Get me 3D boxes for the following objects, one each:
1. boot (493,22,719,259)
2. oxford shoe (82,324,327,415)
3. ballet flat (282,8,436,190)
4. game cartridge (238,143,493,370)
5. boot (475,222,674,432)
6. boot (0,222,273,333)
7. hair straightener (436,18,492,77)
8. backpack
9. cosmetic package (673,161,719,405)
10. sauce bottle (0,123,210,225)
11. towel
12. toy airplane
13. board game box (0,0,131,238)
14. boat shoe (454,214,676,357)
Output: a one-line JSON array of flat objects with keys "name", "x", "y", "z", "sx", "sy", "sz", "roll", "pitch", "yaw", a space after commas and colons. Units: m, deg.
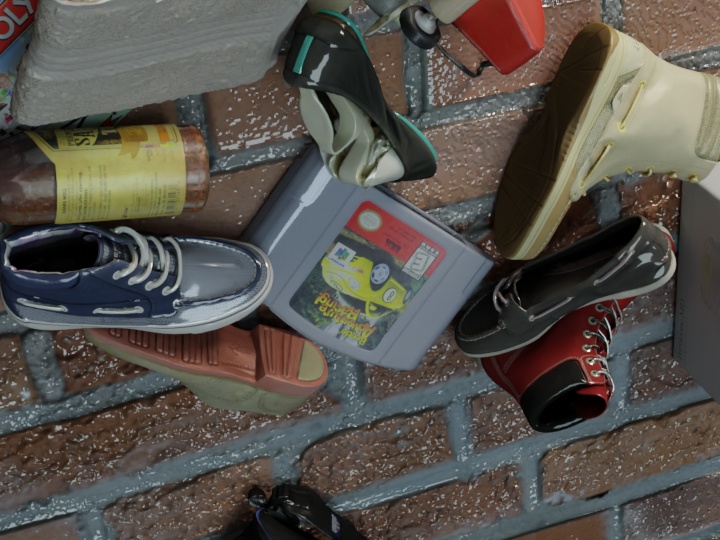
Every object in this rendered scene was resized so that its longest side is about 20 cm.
[{"name": "boot", "x": 0.206, "y": -0.086, "z": 1.105, "sx": 0.154, "sy": 0.073, "sz": 0.202, "roll": 14, "pitch": 108, "yaw": -30}, {"name": "oxford shoe", "x": -0.127, "y": 0.074, "z": 1.050, "sx": 0.198, "sy": 0.071, "sz": 0.074, "roll": 20, "pitch": 132, "yaw": -19}, {"name": "ballet flat", "x": -0.006, "y": -0.105, "z": 0.980, "sx": 0.069, "sy": 0.068, "sz": 0.200, "roll": -61, "pitch": 144, "yaw": -16}, {"name": "game cartridge", "x": 0.000, "y": 0.000, "z": 1.083, "sx": 0.199, "sy": 0.041, "sz": 0.133, "roll": 29, "pitch": 107, "yaw": -33}, {"name": "boot", "x": 0.204, "y": 0.050, "z": 1.131, "sx": 0.199, "sy": 0.144, "sz": 0.073, "roll": -36, "pitch": 124, "yaw": -2}, {"name": "boot", "x": -0.156, "y": 0.002, "z": 0.964, "sx": 0.198, "sy": 0.073, "sz": 0.090, "roll": -7, "pitch": 162, "yaw": -13}, {"name": "hair straightener", "x": 0.085, "y": -0.235, "z": 0.998, "sx": 0.076, "sy": 0.041, "sz": 0.202, "roll": 3, "pitch": 124, "yaw": 0}, {"name": "backpack", "x": -0.031, "y": 0.313, "z": 1.156, "sx": 0.190, "sy": 0.200, "sz": 0.154, "roll": 31, "pitch": 107, "yaw": -40}, {"name": "cosmetic package", "x": 0.369, "y": 0.031, "z": 1.156, "sx": 0.122, "sy": 0.200, "sz": 0.201, "roll": -13, "pitch": 121, "yaw": -13}, {"name": "sauce bottle", "x": -0.202, "y": -0.063, "z": 0.909, "sx": 0.198, "sy": 0.066, "sz": 0.067, "roll": -5, "pitch": 119, "yaw": -23}, {"name": "towel", "x": -0.122, "y": -0.150, "z": 0.867, "sx": 0.199, "sy": 0.035, "sz": 0.133, "roll": -18, "pitch": 160, "yaw": -33}, {"name": "toy airplane", "x": 0.057, "y": -0.246, "z": 0.907, "sx": 0.141, "sy": 0.199, "sz": 0.201, "roll": -11, "pitch": 115, "yaw": -52}, {"name": "board game box", "x": -0.230, "y": -0.129, "z": 0.918, "sx": 0.200, "sy": 0.029, "sz": 0.135, "roll": -44, "pitch": 126, "yaw": 4}, {"name": "boat shoe", "x": 0.157, "y": 0.008, "z": 1.111, "sx": 0.199, "sy": 0.067, "sz": 0.057, "roll": -24, "pitch": 131, "yaw": 21}]
